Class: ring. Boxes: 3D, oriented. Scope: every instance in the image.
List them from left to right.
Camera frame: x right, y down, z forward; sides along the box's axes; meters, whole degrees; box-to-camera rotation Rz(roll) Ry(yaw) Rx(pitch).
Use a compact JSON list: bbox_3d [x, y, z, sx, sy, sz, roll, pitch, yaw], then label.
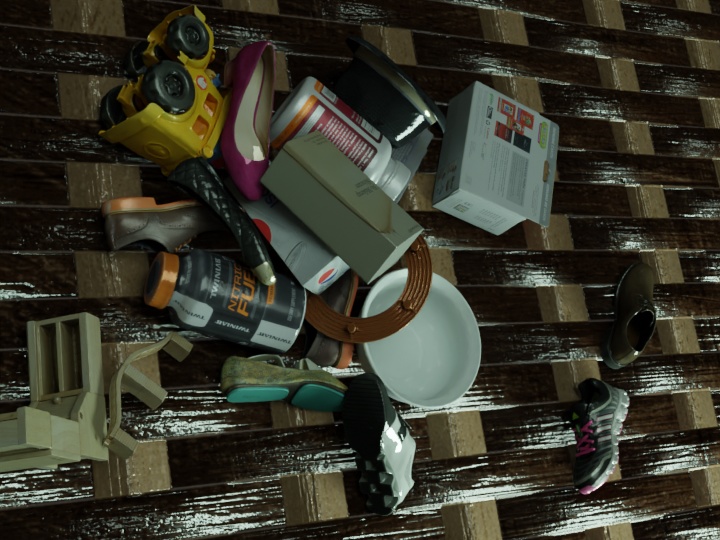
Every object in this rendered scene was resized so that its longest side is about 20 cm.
[{"bbox_3d":[0.000,0.000,1.543,0.199,0.019,0.202,-2,73,5],"label":"ring"}]

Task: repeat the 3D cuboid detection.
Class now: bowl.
[{"bbox_3d":[0.066,0.105,1.609,0.200,0.090,0.203,11,67,-28],"label":"bowl"}]

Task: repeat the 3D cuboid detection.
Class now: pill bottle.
[{"bbox_3d":[-0.180,0.036,1.476,0.199,0.106,0.107,17,65,-24],"label":"pill bottle"},{"bbox_3d":[-0.031,-0.170,1.597,0.200,0.113,0.113,39,58,-13],"label":"pill bottle"}]

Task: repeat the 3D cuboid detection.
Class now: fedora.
[{"bbox_3d":[0.030,-0.249,1.656,0.200,0.201,0.092,43,90,-11],"label":"fedora"}]

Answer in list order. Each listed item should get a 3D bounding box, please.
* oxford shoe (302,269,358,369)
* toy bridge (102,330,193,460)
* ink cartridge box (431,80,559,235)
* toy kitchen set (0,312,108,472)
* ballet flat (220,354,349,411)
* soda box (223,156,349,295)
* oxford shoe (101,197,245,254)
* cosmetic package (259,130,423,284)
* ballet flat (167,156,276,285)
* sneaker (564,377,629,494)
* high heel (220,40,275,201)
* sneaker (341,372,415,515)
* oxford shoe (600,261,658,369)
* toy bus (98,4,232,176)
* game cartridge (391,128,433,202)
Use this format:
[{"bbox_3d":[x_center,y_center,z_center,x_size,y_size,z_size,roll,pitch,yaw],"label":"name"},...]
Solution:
[{"bbox_3d":[-0.048,0.035,1.579,0.072,0.071,0.202,8,70,-23],"label":"oxford shoe"},{"bbox_3d":[-0.273,0.143,1.392,0.067,0.027,0.201,39,38,-13],"label":"toy bridge"},{"bbox_3d":[0.219,-0.170,1.800,0.175,0.084,0.201,22,63,-22],"label":"ink cartridge box"},{"bbox_3d":[-0.407,0.136,1.281,0.162,0.200,0.182,-10,74,10],"label":"toy kitchen set"},{"bbox_3d":[-0.096,0.147,1.516,0.199,0.071,0.071,9,69,-28],"label":"ballet flat"},{"bbox_3d":[-0.099,-0.064,1.530,0.068,0.063,0.200,-40,68,5],"label":"soda box"},{"bbox_3d":[-0.244,-0.055,1.495,0.199,0.071,0.074,-2,79,-28],"label":"oxford shoe"},{"bbox_3d":[-0.024,-0.086,1.485,0.200,0.073,0.103,42,28,6],"label":"cosmetic package"},{"bbox_3d":[-0.174,-0.059,1.456,0.057,0.066,0.200,-35,81,-12],"label":"ballet flat"},{"bbox_3d":[0.353,0.248,1.742,0.087,0.074,0.201,36,54,-15],"label":"sneaker"},{"bbox_3d":[-0.135,-0.197,1.480,0.067,0.096,0.202,5,78,-35],"label":"high heel"},{"bbox_3d":[0.032,0.224,1.543,0.088,0.074,0.202,-28,117,-48],"label":"sneaker"},{"bbox_3d":[0.463,0.067,1.864,0.072,0.084,0.201,29,59,-17],"label":"oxford shoe"},{"bbox_3d":[-0.231,-0.227,1.534,0.192,0.135,0.201,36,55,-30],"label":"toy bus"},{"bbox_3d":[0.023,-0.171,1.716,0.130,0.038,0.201,41,57,-17],"label":"game cartridge"}]
